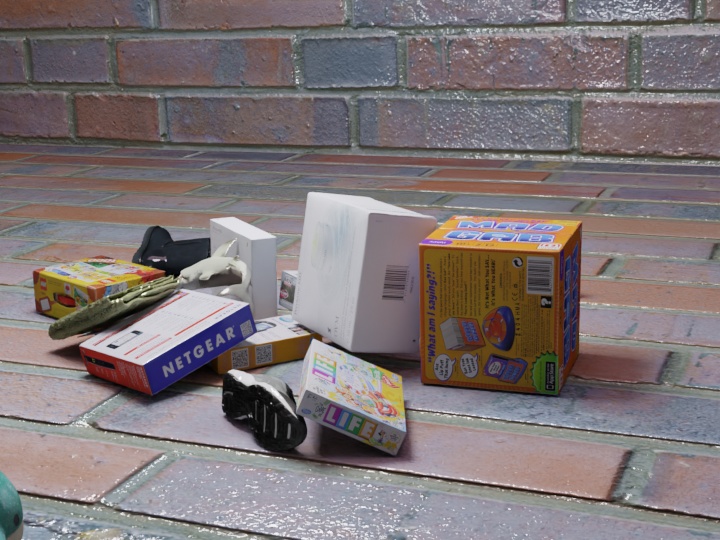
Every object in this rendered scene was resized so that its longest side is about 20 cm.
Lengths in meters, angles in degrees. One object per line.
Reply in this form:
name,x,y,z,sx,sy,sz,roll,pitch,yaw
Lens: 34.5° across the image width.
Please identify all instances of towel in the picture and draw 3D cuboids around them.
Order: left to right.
towel,-0.384,0.061,1.805,0.198,0.037,0.148,-22,-1,39

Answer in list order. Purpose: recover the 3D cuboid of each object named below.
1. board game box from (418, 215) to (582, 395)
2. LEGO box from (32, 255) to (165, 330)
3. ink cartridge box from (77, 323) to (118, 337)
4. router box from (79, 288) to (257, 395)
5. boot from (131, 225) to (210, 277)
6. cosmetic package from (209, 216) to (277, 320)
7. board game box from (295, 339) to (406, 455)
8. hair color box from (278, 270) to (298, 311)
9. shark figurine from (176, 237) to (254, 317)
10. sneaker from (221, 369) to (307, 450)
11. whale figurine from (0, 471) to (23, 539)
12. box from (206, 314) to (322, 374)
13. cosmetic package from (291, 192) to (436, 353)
board game box,0.204,0.042,1.660,0.196,0.204,0.200,3,15,19
LEGO box,-0.453,0.037,2.020,0.198,0.079,0.148,12,19,42
ink cartridge box,-0.342,0.089,1.844,0.094,0.038,0.199,-11,3,40
router box,-0.282,0.100,1.701,0.199,0.050,0.178,-30,26,-35
boot,-0.348,-0.036,2.289,0.165,0.078,0.201,-4,21,5
cosmetic package,-0.201,0.001,1.980,0.051,0.154,0.199,-9,16,-26
board game box,-0.011,0.157,1.472,0.133,0.035,0.200,23,13,-6
hair color box,-0.026,0.039,1.928,0.197,0.062,0.099,2,10,-32
shark figurine,-0.202,0.023,1.867,0.128,0.090,0.213,-41,30,-23
sneaker,-0.110,0.169,1.472,0.078,0.075,0.199,-2,13,-27
whale figurine,-0.413,0.250,1.118,0.156,0.106,0.200,3,15,18
box,-0.150,0.110,1.779,0.197,0.042,0.119,-7,15,-29
cosmetic package,0.000,0.000,1.732,0.121,0.203,0.199,3,9,-29
